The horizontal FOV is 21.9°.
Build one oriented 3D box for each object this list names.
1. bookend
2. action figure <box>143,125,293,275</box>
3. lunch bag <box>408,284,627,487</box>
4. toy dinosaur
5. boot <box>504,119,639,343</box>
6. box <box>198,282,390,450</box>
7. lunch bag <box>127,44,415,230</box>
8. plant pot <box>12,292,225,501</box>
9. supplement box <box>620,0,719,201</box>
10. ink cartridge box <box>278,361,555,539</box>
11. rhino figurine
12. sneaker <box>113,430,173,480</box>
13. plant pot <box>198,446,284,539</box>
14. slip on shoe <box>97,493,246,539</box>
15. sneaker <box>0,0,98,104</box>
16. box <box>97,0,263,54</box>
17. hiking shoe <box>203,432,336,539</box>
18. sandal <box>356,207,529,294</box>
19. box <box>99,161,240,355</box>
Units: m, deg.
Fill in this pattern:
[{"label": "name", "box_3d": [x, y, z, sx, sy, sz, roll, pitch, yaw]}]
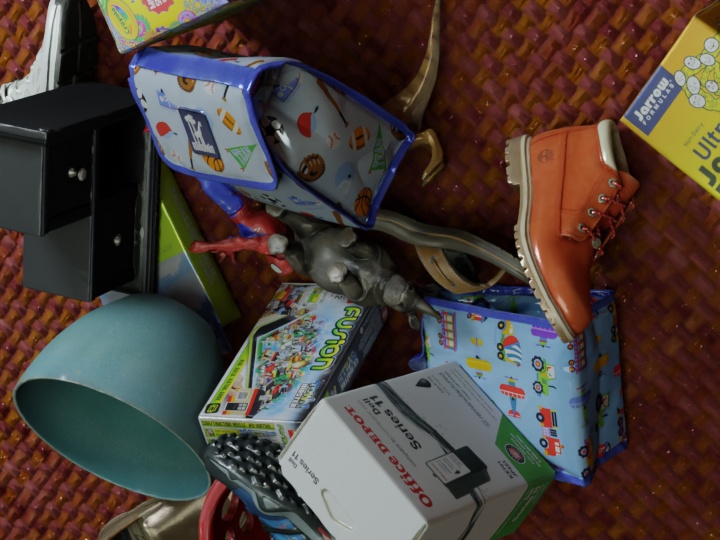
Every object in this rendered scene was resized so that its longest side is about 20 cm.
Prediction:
[{"label": "bookend", "box_3d": [-0.270, -0.055, 1.689, 0.091, 0.200, 0.201, 12, 108, 22]}, {"label": "action figure", "box_3d": [-0.143, -0.060, 1.735, 0.099, 0.065, 0.200, -32, 112, 24]}, {"label": "lunch bag", "box_3d": [0.129, 0.096, 1.673, 0.198, 0.094, 0.152, 5, 111, 33]}, {"label": "toy dinosaur", "box_3d": [0.038, -0.133, 1.653, 0.106, 0.060, 0.200, 45, 118, 8]}, {"label": "boot", "box_3d": [0.185, -0.038, 1.562, 0.106, 0.075, 0.202, -15, 59, 18]}, {"label": "box", "box_3d": [-0.057, 0.084, 1.684, 0.109, 0.201, 0.035, 0, 126, 24]}, {"label": "lunch bag", "box_3d": [-0.085, -0.125, 1.596, 0.169, 0.200, 0.125, 15, 77, 43]}, {"label": "plant pot", "box_3d": [-0.201, 0.101, 1.717, 0.198, 0.136, 0.201, 19, 151, 11]}, {"label": "supplement box", "box_3d": [0.328, -0.111, 1.495, 0.199, 0.109, 0.109, 39, 118, 10]}, {"label": "ink cartridge box", "box_3d": [0.049, 0.169, 1.580, 0.147, 0.199, 0.083, 47, 122, 22]}, {"label": "rhino figurine", "box_3d": [0.000, 0.000, 1.680, 0.199, 0.087, 0.060, 28, 85, 34]}, {"label": "sneaker", "box_3d": [-0.236, 0.163, 1.845, 0.199, 0.084, 0.076, 21, 115, 32]}, {"label": "plant pot", "box_3d": [-0.024, 0.222, 1.714, 0.198, 0.182, 0.203, 9, 114, 21]}, {"label": "slip on shoe", "box_3d": [-0.194, 0.258, 1.879, 0.199, 0.061, 0.077, -22, 96, 29]}, {"label": "sneaker", "box_3d": [-0.322, -0.179, 1.797, 0.114, 0.076, 0.203, 16, 114, 18]}, {"label": "box", "box_3d": [-0.156, -0.316, 1.611, 0.121, 0.192, 0.202, -19, 98, 28]}, {"label": "hiking shoe", "box_3d": [-0.058, 0.219, 1.583, 0.199, 0.074, 0.087, 34, 117, 9]}, {"label": "sandal", "box_3d": [0.076, -0.011, 1.655, 0.198, 0.082, 0.055, 18, 91, 22]}, {"label": "box", "box_3d": [-0.202, 0.002, 1.811, 0.121, 0.048, 0.202, -24, 93, 29]}]
